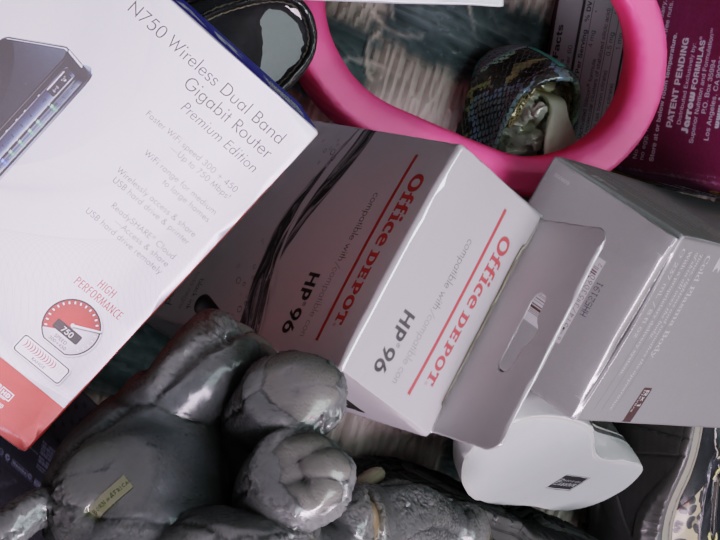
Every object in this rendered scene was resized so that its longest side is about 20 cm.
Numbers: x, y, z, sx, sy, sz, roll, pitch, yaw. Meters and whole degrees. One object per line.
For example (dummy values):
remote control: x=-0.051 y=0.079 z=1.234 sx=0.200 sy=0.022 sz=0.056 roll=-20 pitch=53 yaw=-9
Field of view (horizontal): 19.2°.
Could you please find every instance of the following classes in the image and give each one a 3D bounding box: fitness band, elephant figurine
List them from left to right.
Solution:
elephant figurine: x=-0.045 y=0.117 z=0.916 sx=0.142 sy=0.155 sz=0.200 roll=-62 pitch=159 yaw=-17
fitness band: x=0.058 y=-0.117 z=1.044 sx=0.200 sy=0.037 sz=0.144 roll=21 pitch=84 yaw=-17

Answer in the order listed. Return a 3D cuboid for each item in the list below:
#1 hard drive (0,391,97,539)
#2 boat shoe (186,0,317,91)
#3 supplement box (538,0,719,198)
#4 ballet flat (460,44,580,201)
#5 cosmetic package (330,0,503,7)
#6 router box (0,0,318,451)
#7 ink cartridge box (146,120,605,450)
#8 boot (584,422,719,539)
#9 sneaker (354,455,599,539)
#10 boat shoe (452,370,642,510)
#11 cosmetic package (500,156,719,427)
hard drive: x=-0.155 y=0.123 z=0.891 sx=0.135 sy=0.042 sz=0.200 roll=47 pitch=34 yaw=-34
boat shoe: x=-0.093 y=-0.067 z=0.942 sx=0.200 sy=0.068 sz=0.072 roll=-31 pitch=112 yaw=-27
supplement box: x=0.206 y=-0.088 z=1.115 sx=0.131 sy=0.200 sz=0.103 roll=9 pitch=93 yaw=-41
ballet flat: x=0.077 y=-0.017 z=1.107 sx=0.074 sy=0.074 sz=0.200 roll=-1 pitch=99 yaw=-40
cosmetic package: x=-0.034 y=-0.195 z=0.933 sx=0.200 sy=0.052 sz=0.151 roll=0 pitch=101 yaw=-12
router box: x=-0.150 y=-0.059 z=0.837 sx=0.200 sy=0.049 sz=0.180 roll=40 pitch=97 yaw=-20
ink cartridge box: x=0.000 y=0.000 z=0.955 sx=0.068 sy=0.200 sz=0.116 roll=38 pitch=73 yaw=-39
boot: x=0.202 y=0.126 z=1.242 sx=0.154 sy=0.073 sz=0.204 roll=-2 pitch=103 yaw=-44
sneaker: x=0.056 y=0.160 z=1.124 sx=0.200 sy=0.076 sz=0.091 roll=26 pitch=92 yaw=-36
boat shoe: x=0.088 y=0.081 z=1.105 sx=0.071 sy=0.064 sz=0.200 roll=-31 pitch=158 yaw=12
cosmetic package: x=0.145 y=0.016 z=1.074 sx=0.200 sy=0.090 sz=0.107 roll=8 pitch=113 yaw=-55
